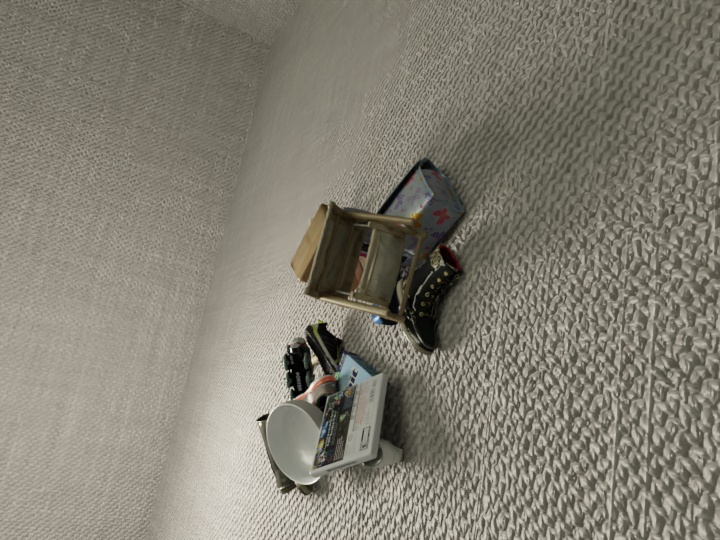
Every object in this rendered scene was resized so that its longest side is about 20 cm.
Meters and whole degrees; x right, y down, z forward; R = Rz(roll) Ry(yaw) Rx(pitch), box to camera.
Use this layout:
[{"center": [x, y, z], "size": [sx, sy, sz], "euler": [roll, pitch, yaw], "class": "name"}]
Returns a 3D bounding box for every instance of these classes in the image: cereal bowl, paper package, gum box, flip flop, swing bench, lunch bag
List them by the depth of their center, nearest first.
[{"center": [0.011, -0.017, 1.132], "size": [0.198, 0.130, 0.201], "euler": [14, 83, 22], "class": "swing bench"}, {"center": [0.126, -0.150, 1.266], "size": [0.170, 0.126, 0.201], "euler": [-50, 30, 29], "class": "lunch bag"}, {"center": [-0.134, 0.408, 1.332], "size": [0.198, 0.083, 0.203], "euler": [8, 103, 35], "class": "cereal bowl"}, {"center": [-0.017, 0.313, 1.344], "size": [0.200, 0.044, 0.172], "euler": [25, 97, 63], "class": "gum box"}, {"center": [-0.149, 0.499, 1.464], "size": [0.057, 0.081, 0.201], "euler": [-37, 36, 15], "class": "flip flop"}, {"center": [-0.062, -0.054, 1.495], "size": [0.201, 0.189, 0.104], "euler": [-60, 33, 23], "class": "paper package"}]

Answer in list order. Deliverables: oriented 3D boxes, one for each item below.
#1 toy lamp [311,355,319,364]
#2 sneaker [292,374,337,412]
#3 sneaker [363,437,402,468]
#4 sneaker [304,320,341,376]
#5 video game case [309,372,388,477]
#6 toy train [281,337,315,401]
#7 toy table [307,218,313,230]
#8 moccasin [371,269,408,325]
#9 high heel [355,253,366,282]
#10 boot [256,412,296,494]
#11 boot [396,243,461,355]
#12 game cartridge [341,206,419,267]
[{"center": [-0.150, 0.270, 1.618], "size": [0.200, 0.058, 0.059], "euler": [-35, 44, 49], "class": "toy lamp"}, {"center": [-0.124, 0.355, 1.395], "size": [0.201, 0.076, 0.082], "euler": [-54, 44, 28], "class": "sneaker"}, {"center": [0.012, 0.390, 1.190], "size": [0.199, 0.080, 0.071], "euler": [-1, 74, 55], "class": "sneaker"}, {"center": [-0.081, 0.214, 1.500], "size": [0.201, 0.082, 0.072], "euler": [56, 151, 30], "class": "sneaker"}, {"center": [-0.023, 0.335, 1.190], "size": [0.181, 0.023, 0.201], "euler": [-30, 31, 33], "class": "video game case"}, {"center": [-0.166, 0.286, 1.518], "size": [0.114, 0.084, 0.202], "euler": [-84, -13, -73], "class": "toy train"}, {"center": [-0.111, -0.064, 1.682], "size": [0.184, 0.116, 0.201], "euler": [-52, 32, 35], "class": "toy table"}, {"center": [0.070, 0.039, 1.324], "size": [0.080, 0.068, 0.202], "euler": [148, 135, -63], "class": "moccasin"}, {"center": [0.000, 0.000, 1.354], "size": [0.067, 0.200, 0.097], "euler": [-1, 63, 26], "class": "high heel"}, {"center": [-0.231, 0.491, 1.491], "size": [0.202, 0.072, 0.182], "euler": [64, 162, 5], "class": "boot"}, {"center": [0.151, 0.057, 1.150], "size": [0.154, 0.073, 0.205], "euler": [-48, 36, 34], "class": "boot"}, {"center": [0.044, -0.083, 1.297], "size": [0.041, 0.198, 0.134], "euler": [-53, 31, 36], "class": "game cartridge"}]
